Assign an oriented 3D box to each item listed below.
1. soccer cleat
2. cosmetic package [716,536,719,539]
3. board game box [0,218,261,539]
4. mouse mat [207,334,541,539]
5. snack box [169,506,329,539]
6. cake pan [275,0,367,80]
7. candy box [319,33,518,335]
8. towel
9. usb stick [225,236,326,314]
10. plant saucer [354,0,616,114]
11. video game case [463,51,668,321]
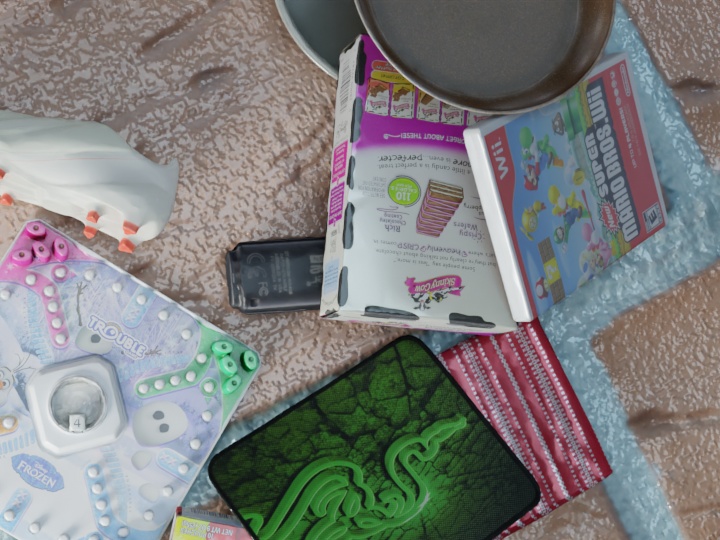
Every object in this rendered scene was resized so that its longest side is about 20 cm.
[{"bbox_3d":[-0.225,-0.082,1.042,0.199,0.069,0.078,24,61,-9],"label":"soccer cleat"},{"bbox_3d":[0.357,0.250,1.050,0.167,0.200,0.166,-44,93,-16],"label":"cosmetic package"},{"bbox_3d":[-0.200,0.095,1.037,0.200,0.026,0.200,32,76,-6],"label":"board game box"},{"bbox_3d":[0.013,0.148,1.031,0.200,0.008,0.161,-32,73,-27],"label":"mouse mat"},{"bbox_3d":[-0.045,0.254,1.022,0.199,0.053,0.143,11,88,-7],"label":"snack box"},{"bbox_3d":[0.025,-0.225,1.130,0.199,0.037,0.201,2,82,-13],"label":"cake pan"},{"bbox_3d":[0.048,-0.059,1.062,0.136,0.061,0.201,7,81,-15],"label":"candy box"},{"bbox_3d":[0.075,0.134,1.096,0.199,0.022,0.145,-26,88,-16],"label":"towel"},{"bbox_3d":[0.000,0.000,1.093,0.199,0.033,0.056,-4,85,-14],"label":"usb stick"},{"bbox_3d":[0.083,-0.202,1.031,0.199,0.032,0.201,4,78,-17],"label":"plant saucer"},{"bbox_3d":[0.157,-0.066,1.079,0.200,0.017,0.144,-30,109,-43],"label":"video game case"}]
